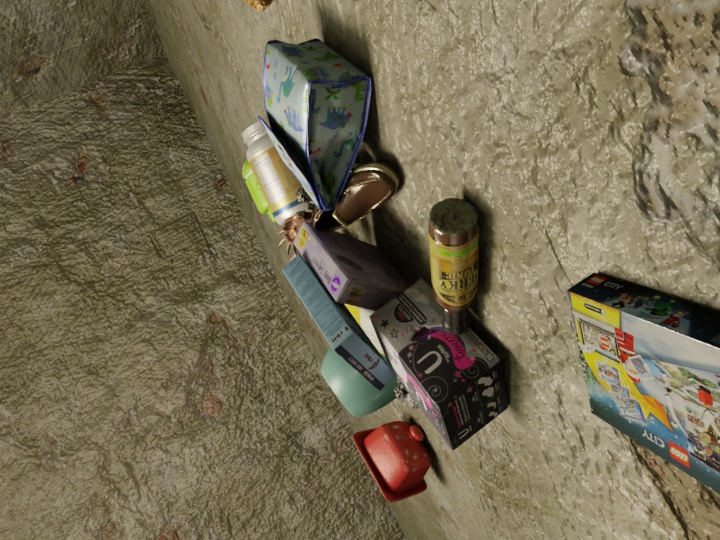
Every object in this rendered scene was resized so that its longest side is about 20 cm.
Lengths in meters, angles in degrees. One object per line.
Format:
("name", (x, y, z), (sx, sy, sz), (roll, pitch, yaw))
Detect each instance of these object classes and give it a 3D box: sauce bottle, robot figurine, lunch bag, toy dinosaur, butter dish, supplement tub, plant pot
("sauce bottle", (0.122, 0.005, 0.692), (0.065, 0.063, 0.204), (49, 161, 42))
("robot figurine", (-0.262, -0.246, 1.524), (0.206, 0.113, 0.175), (64, 168, -1))
("lunch bag", (-0.078, -0.221, 0.815), (0.171, 0.123, 0.206), (51, 145, 41))
("toy dinosaur", (-0.106, -0.027, 1.020), (0.085, 0.132, 0.208), (34, 120, 48))
("butter dish", (0.109, 0.465, 1.394), (0.197, 0.149, 0.202), (12, -145, -51))
("supplement tub", (-0.154, -0.217, 1.131), (0.206, 0.141, 0.144), (65, 165, -8))
("plant pot", (0.006, 0.219, 1.190), (0.203, 0.159, 0.201), (51, 175, 6))

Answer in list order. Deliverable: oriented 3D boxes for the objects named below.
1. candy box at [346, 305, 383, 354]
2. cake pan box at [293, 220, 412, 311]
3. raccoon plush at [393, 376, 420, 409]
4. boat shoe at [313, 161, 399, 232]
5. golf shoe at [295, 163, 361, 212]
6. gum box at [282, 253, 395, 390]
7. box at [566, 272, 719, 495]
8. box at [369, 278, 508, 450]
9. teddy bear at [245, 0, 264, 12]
("candy box", (-0.018, 0.088, 1.070), (0.196, 0.026, 0.106), (20, 128, 40))
("cake pan box", (0.000, 0.000, 0.933), (0.196, 0.053, 0.185), (16, -155, -42))
("raccoon plush", (0.133, 0.174, 0.976), (0.195, 0.096, 0.139), (7, 113, 38))
("boat shoe", (-0.012, -0.103, 0.850), (0.074, 0.077, 0.200), (33, 154, -22))
("golf shoe", (-0.042, -0.167, 0.949), (0.077, 0.090, 0.196), (40, 153, -31))
("gum box", (-0.036, 0.086, 0.899), (0.201, 0.044, 0.171), (52, 180, 42))
("box", (0.255, 0.094, 0.416), (0.199, 0.037, 0.141), (33, 146, 64))
("box", (0.114, 0.137, 0.812), (0.200, 0.113, 0.134), (48, 167, 45))
("teddy bear", (-0.199, -0.541, 0.891), (0.148, 0.065, 0.202), (61, 165, 21))
